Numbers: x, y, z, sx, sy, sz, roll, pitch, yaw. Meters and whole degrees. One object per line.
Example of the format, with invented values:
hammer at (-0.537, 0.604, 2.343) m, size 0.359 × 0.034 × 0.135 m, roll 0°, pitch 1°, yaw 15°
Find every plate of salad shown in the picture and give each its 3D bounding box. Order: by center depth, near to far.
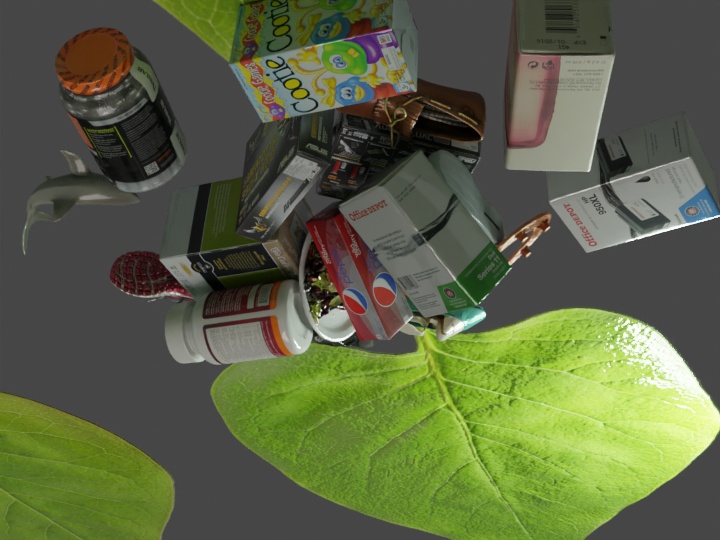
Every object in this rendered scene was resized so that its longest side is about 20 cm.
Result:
plate of salad at (-0.026, 0.007, 1.492) m, size 0.048 × 0.201 × 0.200 m, roll 2°, pitch 150°, yaw 33°

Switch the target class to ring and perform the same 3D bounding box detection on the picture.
ring at (0.213, -0.013, 1.478) m, size 0.200 × 0.019 × 0.201 m, roll -39°, pitch 167°, yaw -10°

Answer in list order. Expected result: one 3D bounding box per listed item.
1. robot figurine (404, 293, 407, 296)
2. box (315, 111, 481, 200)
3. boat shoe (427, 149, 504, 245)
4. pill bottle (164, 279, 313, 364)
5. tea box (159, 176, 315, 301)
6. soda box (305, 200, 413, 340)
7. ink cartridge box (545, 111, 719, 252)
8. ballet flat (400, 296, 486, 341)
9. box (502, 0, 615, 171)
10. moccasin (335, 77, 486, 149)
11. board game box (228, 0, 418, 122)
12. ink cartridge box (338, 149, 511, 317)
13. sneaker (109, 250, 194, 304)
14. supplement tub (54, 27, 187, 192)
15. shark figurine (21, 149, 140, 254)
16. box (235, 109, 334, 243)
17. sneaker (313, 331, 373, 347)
robot figurine at (0.108, -0.009, 1.499) m, size 0.116 × 0.144 × 0.200 m, roll 34°, pitch 176°, yaw 5°
box at (0.050, -0.149, 1.385) m, size 0.198 × 0.050 × 0.158 m, roll 11°, pitch 146°, yaw -10°
boat shoe at (0.128, -0.087, 1.358) m, size 0.070 × 0.073 × 0.200 m, roll -12°, pitch 142°, yaw 29°
pill bottle at (-0.179, 0.080, 1.454) m, size 0.198 × 0.110 × 0.110 m, roll -9°, pitch 144°, yaw 18°
tea box at (-0.168, -0.030, 1.510) m, size 0.195 × 0.135 × 0.200 m, roll -7°, pitch 145°, yaw 18°
soda box at (0.000, 0.000, 1.424) m, size 0.063 × 0.070 × 0.201 m, roll -6°, pitch 115°, yaw 46°
ink cartridge box at (0.375, -0.117, 1.368) m, size 0.199 × 0.085 × 0.145 m, roll -17°, pitch 141°, yaw 29°
ballet flat at (0.120, 0.087, 1.711) m, size 0.198 × 0.071 × 0.068 m, roll 9°, pitch 146°, yaw -8°
box at (0.230, -0.229, 1.177) m, size 0.108 × 0.129 × 0.201 m, roll 2°, pitch 146°, yaw 4°
moccasin at (0.064, -0.203, 1.278) m, size 0.200 × 0.078 × 0.074 m, roll 13°, pitch 145°, yaw -13°
board game box at (-0.041, -0.264, 1.173) m, size 0.198 × 0.106 × 0.103 m, roll -9°, pitch 144°, yaw 17°
ink cartridge box at (0.081, -0.045, 1.306) m, size 0.200 × 0.083 × 0.146 m, roll 51°, pitch 156°, yaw -10°
sneaker at (-0.321, 0.023, 1.656) m, size 0.198 × 0.081 × 0.075 m, roll 11°, pitch 158°, yaw -3°
supplement tub at (-0.308, -0.205, 1.274) m, size 0.121 × 0.123 × 0.201 m, roll -2°, pitch 146°, yaw 9°
shark figurine at (-0.455, -0.098, 1.484) m, size 0.213 × 0.090 × 0.128 m, roll -16°, pitch 140°, yaw 24°
box at (-0.098, -0.154, 1.296) m, size 0.048 × 0.159 × 0.200 m, roll 18°, pitch 144°, yaw -23°
sneaker at (-0.040, 0.077, 1.707) m, size 0.113 × 0.077 × 0.200 m, roll -6°, pitch 151°, yaw 3°
